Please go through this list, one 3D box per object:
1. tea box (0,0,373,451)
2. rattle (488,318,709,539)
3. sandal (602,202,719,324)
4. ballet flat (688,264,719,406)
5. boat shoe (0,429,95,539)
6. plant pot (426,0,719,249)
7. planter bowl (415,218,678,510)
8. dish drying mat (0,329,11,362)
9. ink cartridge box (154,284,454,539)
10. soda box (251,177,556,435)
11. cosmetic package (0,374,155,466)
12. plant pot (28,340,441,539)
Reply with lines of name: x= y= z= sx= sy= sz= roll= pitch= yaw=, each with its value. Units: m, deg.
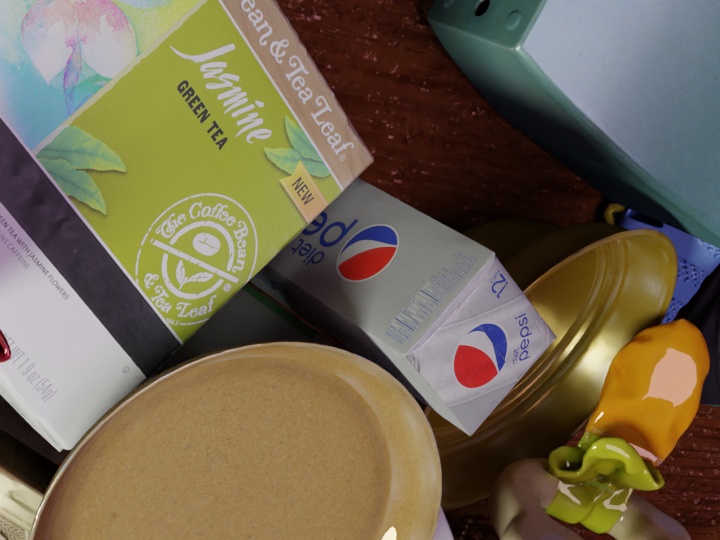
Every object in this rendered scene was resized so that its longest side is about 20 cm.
tea box: x=-0.137 y=-0.070 z=0.737 sx=0.197 sy=0.134 sz=0.200 roll=-45 pitch=129 yaw=-13
rattle: x=0.137 y=0.125 z=0.906 sx=0.143 sy=0.130 sz=0.200 roll=-46 pitch=167 yaw=23
sandal: x=0.211 y=-0.041 z=1.028 sx=0.079 sy=0.087 sz=0.200 roll=14 pitch=109 yaw=-40
ballet flat: x=0.256 y=-0.002 z=1.093 sx=0.073 sy=0.073 sz=0.200 roll=1 pitch=109 yaw=-36
boat shoe: x=-0.214 y=0.078 z=0.748 sx=0.200 sy=0.071 sz=0.065 roll=35 pitch=95 yaw=-6
plant pot: x=0.148 y=-0.122 z=0.920 sx=0.200 sy=0.141 sz=0.141 roll=28 pitch=92 yaw=-35
planter bowl: x=0.077 y=0.033 z=0.953 sx=0.200 sy=0.083 sz=0.201 roll=-31 pitch=147 yaw=-23
dish drying mat: x=-0.216 y=-0.006 z=0.671 sx=0.018 sy=0.200 sz=0.077 roll=-56 pitch=131 yaw=-24
ink cartridge box: x=-0.023 y=0.127 z=0.901 sx=0.084 sy=0.146 sz=0.200 roll=-35 pitch=127 yaw=-19
soda box: x=0.000 y=0.000 z=0.824 sx=0.063 sy=0.200 sz=0.068 roll=-48 pitch=131 yaw=-9
cosmetic package: x=-0.135 y=0.151 z=0.880 sx=0.101 sy=0.071 sz=0.200 roll=-25 pitch=123 yaw=-25
plant pot: x=-0.057 y=0.116 z=0.765 sx=0.200 sy=0.027 sz=0.200 roll=-12 pitch=119 yaw=-23
